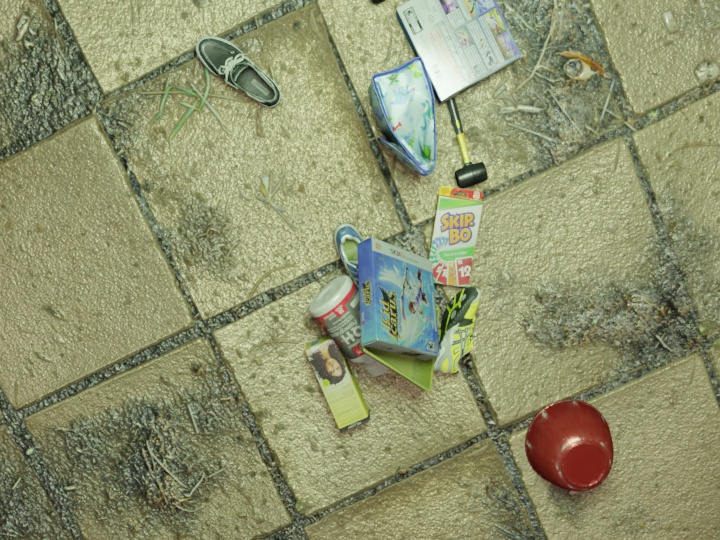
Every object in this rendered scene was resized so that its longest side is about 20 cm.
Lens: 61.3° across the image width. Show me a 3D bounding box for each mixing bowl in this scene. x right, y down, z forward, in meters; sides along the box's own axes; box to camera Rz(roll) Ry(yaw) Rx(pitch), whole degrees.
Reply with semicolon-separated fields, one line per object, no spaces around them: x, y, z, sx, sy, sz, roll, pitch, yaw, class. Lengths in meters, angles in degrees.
0.466;0.397;1.315;0.195;0.108;0.205;0;100;1;mixing bowl

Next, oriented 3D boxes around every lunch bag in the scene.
0.090;-0.284;1.173;0.125;0.170;0.204;-21;101;3;lunch bag

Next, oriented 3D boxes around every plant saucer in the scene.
0.073;0.119;1.229;0.047;0.203;0.199;-23;133;41;plant saucer

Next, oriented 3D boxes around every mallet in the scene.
0.215;-0.274;1.244;0.064;0.041;0.205;-9;95;3;mallet

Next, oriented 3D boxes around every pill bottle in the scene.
-0.007;0.119;1.264;0.110;0.111;0.201;-38;106;6;pill bottle

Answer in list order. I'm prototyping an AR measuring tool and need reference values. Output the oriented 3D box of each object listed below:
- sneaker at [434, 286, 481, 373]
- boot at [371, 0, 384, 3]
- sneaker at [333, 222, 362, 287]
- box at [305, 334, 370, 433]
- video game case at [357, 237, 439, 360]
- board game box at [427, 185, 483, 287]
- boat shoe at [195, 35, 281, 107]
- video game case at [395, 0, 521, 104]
0.211;0.128;1.296;0.075;0.076;0.203;21;109;-11;sneaker
0.078;-0.623;1.174;0.197;0.068;0.133;-25;93;3;boot
0.000;0.000;1.267;0.075;0.077;0.202;-30;101;3;sneaker
-0.048;0.244;1.321;0.074;0.050;0.203;-23;99;5;box
0.075;0.057;1.178;0.179;0.045;0.205;18;61;-40;video game case
0.195;-0.069;1.270;0.093;0.030;0.205;7;104;-1;board game box
-0.246;-0.396;1.207;0.199;0.068;0.074;41;97;-6;boat shoe
0.192;-0.465;1.199;0.179;0.045;0.203;-27;93;5;video game case
